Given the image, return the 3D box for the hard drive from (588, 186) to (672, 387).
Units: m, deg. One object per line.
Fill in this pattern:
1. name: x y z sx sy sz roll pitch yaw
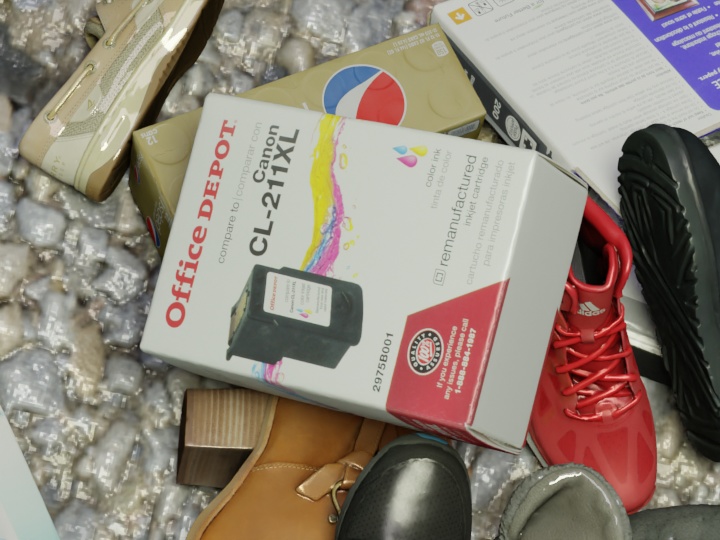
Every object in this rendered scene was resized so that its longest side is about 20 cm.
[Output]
1. hard drive: 0.213 0.007 1.397 0.199 0.038 0.141 22 64 1

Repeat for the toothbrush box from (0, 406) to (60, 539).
1. toothbrush box: -0.232 0.156 1.213 0.146 0.085 0.201 -12 65 -34

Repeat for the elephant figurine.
1. elephant figurine: 0.116 0.170 1.264 0.199 0.142 0.155 19 33 18

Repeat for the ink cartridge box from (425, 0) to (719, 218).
1. ink cartridge box: 0.172 -0.116 1.412 0.197 0.044 0.200 -23 52 -22

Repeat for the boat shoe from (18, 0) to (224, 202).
1. boat shoe: -0.131 -0.137 1.396 0.065 0.072 0.201 27 70 3

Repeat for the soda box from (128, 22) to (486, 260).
1. soda box: -0.032 -0.071 1.382 0.199 0.064 0.068 -21 70 -18

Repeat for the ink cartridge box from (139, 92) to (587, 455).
1. ink cartridge box: 0.000 0.000 1.243 0.199 0.083 0.147 11 84 27

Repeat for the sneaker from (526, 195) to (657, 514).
1. sneaker: 0.118 0.043 1.294 0.078 0.116 0.201 -22 92 -5

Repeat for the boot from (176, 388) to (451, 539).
1. boot: -0.023 0.153 1.273 0.153 0.074 0.202 6 65 -7

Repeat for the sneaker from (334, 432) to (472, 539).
1. sneaker: 0.014 0.182 1.202 0.073 0.082 0.202 17 87 -8

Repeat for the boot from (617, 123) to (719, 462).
1. boot: 0.239 -0.011 1.310 0.167 0.076 0.202 -23 109 -18
